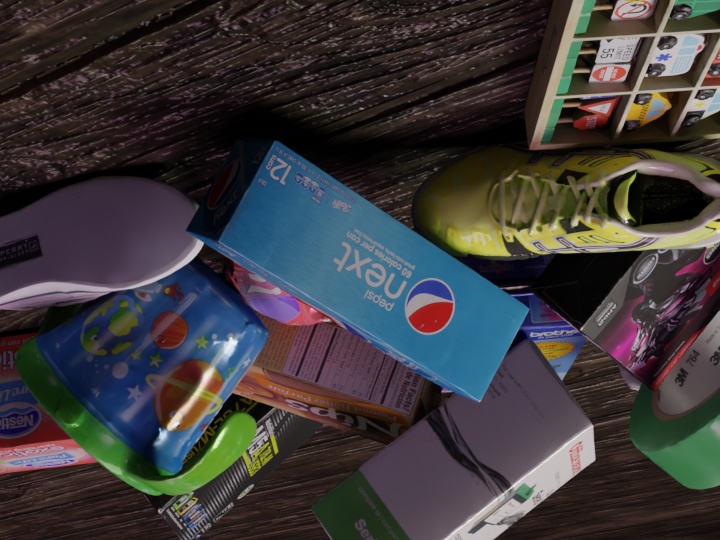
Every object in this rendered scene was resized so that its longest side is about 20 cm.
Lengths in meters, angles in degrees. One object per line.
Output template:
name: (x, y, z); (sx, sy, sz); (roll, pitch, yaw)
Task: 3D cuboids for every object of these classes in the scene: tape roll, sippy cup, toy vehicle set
tape roll: (0.279, 0.063, 1.019); (0.048, 0.201, 0.200); (37, 150, -6)
sippy cup: (-0.136, 0.056, 0.932); (0.130, 0.178, 0.140); (-46, 177, -1)
toy vehicle set: (0.159, -0.119, 0.730); (0.123, 0.027, 0.200); (-4, 161, -2)

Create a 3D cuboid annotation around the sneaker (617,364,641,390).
sneaker: (0.315, 0.061, 1.199); (0.199, 0.081, 0.070); (-10, 158, 10)

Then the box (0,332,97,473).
box: (-0.268, 0.111, 1.172); (0.199, 0.095, 0.103); (-7, 162, 7)

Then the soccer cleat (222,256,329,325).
soccer cleat: (-0.066, -0.010, 0.936); (0.076, 0.067, 0.200); (4, 162, 11)

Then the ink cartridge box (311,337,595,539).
ink cartridge box: (0.076, 0.156, 1.042); (0.200, 0.084, 0.146); (-37, 160, -2)

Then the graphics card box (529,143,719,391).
graphics card box: (0.199, 0.003, 0.955); (0.126, 0.051, 0.200); (-51, 149, 3)

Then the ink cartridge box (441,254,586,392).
ink cartridge box: (0.101, 0.032, 1.074); (0.135, 0.077, 0.200); (-4, 159, -2)

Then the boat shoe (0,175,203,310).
boat shoe: (-0.185, -0.015, 0.897); (0.199, 0.074, 0.065); (-7, 176, 17)

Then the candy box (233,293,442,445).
candy box: (-0.040, 0.076, 1.076); (0.199, 0.056, 0.116); (17, 162, 12)

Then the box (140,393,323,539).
box: (-0.106, 0.154, 1.254); (0.193, 0.048, 0.200); (-39, 165, -13)

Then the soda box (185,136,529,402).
soda box: (0.000, 0.000, 0.837); (0.199, 0.068, 0.064); (32, 173, -24)

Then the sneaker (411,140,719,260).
sneaker: (0.127, -0.046, 0.827); (0.198, 0.076, 0.076); (-5, 177, 9)
